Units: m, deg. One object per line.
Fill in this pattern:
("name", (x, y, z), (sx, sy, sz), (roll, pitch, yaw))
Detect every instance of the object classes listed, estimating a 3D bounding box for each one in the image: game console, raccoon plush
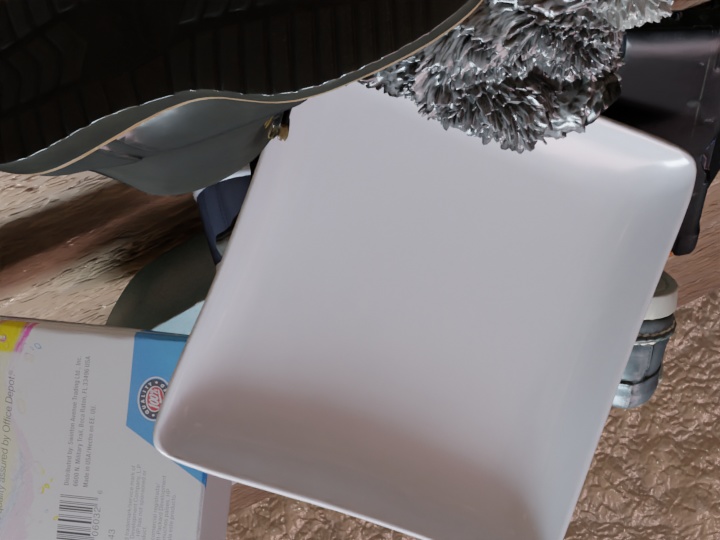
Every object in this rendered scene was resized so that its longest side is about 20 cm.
("game console", (0.130, -0.100, 1.165), (0.174, 0.117, 0.200), (-2, 152, 0))
("raccoon plush", (0.043, -0.104, 0.942), (0.199, 0.097, 0.134), (-20, 164, -17))

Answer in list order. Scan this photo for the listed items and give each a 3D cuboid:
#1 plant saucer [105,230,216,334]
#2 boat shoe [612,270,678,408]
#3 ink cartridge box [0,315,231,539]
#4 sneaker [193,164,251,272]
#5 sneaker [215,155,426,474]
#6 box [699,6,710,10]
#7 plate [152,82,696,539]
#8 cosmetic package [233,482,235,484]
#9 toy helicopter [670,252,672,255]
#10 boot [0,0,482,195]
("plant saucer", (-0.067, -0.005, 1.390), (0.200, 0.039, 0.201), (-28, 177, -2))
("boat shoe", (0.111, 0.017, 1.267), (0.072, 0.062, 0.200), (-1, -167, -10))
("ink cartridge box", (-0.165, 0.086, 1.229), (0.198, 0.130, 0.125), (6, 178, 4))
("sneaker", (0.000, 0.000, 1.248), (0.199, 0.109, 0.070), (8, 154, -45))
("sneaker", (-0.022, 0.008, 1.134), (0.090, 0.202, 0.066), (-2, 168, -28))
("box", (0.213, -0.110, 1.420), (0.199, 0.075, 0.100), (-23, 172, -14))
("plate", (0.027, 0.010, 1.080), (0.199, 0.201, 0.032), (20, -179, -23))
("cosmetic package", (-0.165, 0.196, 2.438), (0.199, 0.051, 0.082), (-29, 168, 38))
("toy helicopter", (0.080, -0.031, 1.490), (0.199, 0.079, 0.132), (-17, -167, -26))
("boot", (-0.031, -0.078, 0.885), (0.199, 0.078, 0.138), (-12, 168, 23))
